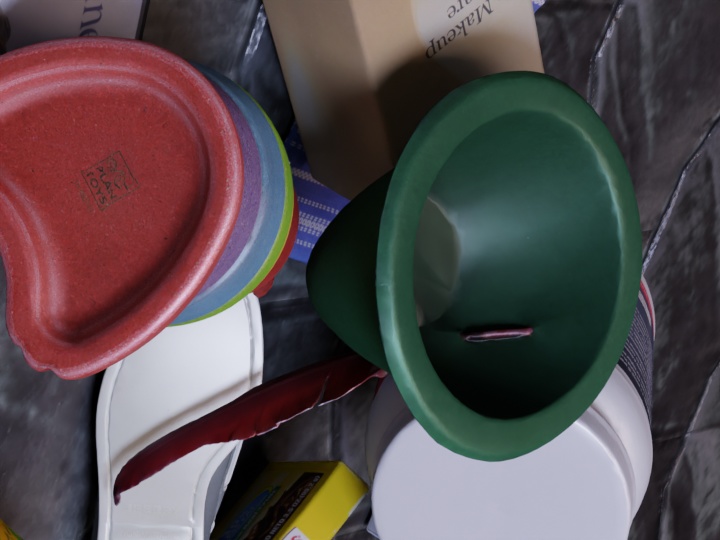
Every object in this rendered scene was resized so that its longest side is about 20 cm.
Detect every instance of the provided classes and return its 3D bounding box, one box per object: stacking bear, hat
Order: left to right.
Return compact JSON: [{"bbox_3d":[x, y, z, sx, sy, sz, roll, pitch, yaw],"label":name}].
[{"bbox_3d":[-0.078,-0.027,0.975,0.113,0.122,0.200,-29,172,7],"label":"stacking bear"},{"bbox_3d":[0.000,0.000,1.080,0.199,0.175,0.167,-24,108,-42],"label":"hat"}]

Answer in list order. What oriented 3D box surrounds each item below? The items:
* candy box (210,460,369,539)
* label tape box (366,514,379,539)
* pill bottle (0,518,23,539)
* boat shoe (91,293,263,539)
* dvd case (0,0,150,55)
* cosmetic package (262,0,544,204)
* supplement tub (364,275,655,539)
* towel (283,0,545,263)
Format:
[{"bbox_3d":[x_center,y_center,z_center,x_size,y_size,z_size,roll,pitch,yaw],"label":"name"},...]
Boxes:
[{"bbox_3d":[-0.081,0.175,1.180,0.200,0.026,0.102,-50,-168,-19],"label":"candy box"},{"bbox_3d":[0.098,0.074,1.394,0.143,0.066,0.201,4,113,-58],"label":"label tape box"},{"bbox_3d":[-0.187,0.133,0.952,0.111,0.111,0.200,-53,150,-13],"label":"pill bottle"},{"bbox_3d":[-0.090,0.079,1.129,0.062,0.072,0.201,-102,-158,-70],"label":"boat shoe"},{"bbox_3d":[-0.142,-0.126,0.892,0.200,0.017,0.143,-19,130,-51],"label":"dvd case"},{"bbox_3d":[0.016,-0.126,1.061,0.105,0.071,0.201,-42,141,-21],"label":"cosmetic package"},{"bbox_3d":[0.077,0.066,1.203,0.200,0.139,0.141,-75,178,-63],"label":"supplement tub"},{"bbox_3d":[0.025,-0.089,1.180,0.145,0.024,0.201,18,100,-59],"label":"towel"}]
